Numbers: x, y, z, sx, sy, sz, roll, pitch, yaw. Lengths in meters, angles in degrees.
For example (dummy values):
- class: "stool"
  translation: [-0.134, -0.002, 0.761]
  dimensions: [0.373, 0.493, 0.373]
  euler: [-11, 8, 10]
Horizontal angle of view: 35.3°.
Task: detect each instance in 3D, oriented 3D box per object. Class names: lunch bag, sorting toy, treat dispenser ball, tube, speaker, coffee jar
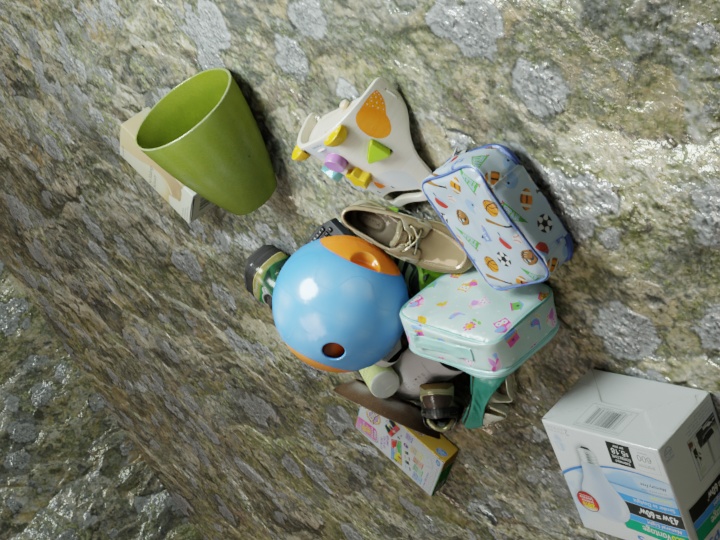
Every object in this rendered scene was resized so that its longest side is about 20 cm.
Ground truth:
- class: "lunch bag"
  translation: [0.159, 0.071, 1.563]
  dimensions: [0.200, 0.160, 0.077]
  euler: [15, 135, 47]
- class: "sorting toy"
  translation: [0.018, -0.156, 1.597]
  dimensions: [0.180, 0.107, 0.200]
  euler: [39, 156, -19]
- class: "treat dispenser ball"
  translation: [-0.029, 0.049, 1.650]
  dimensions: [0.201, 0.201, 0.201]
  euler: [36, 148, 26]
- class: "tube"
  translation: [0.010, 0.145, 1.898]
  dimensions: [0.052, 0.058, 0.200]
  euler: [43, -174, -29]
- class: "lunch bag"
  translation: [0.173, -0.071, 1.469]
  dimensions: [0.200, 0.076, 0.160]
  euler: [56, 154, -10]
- class: "speaker"
  translation: [0.111, 0.148, 1.808]
  dimensions: [0.081, 0.081, 0.200]
  euler: [49, 152, 3]
- class: "coffee jar"
  translation: [-0.119, 0.044, 2.013]
  dimensions: [0.200, 0.085, 0.104]
  euler: [39, 153, 20]

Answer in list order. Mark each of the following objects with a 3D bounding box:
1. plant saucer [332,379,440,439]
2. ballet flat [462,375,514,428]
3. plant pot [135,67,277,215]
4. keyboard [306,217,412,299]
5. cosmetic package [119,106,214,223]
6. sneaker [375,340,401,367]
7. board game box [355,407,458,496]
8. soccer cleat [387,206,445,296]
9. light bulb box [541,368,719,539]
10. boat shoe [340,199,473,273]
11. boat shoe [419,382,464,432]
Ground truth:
- class: "plant saucer"
  translation: [0.050, 0.228, 1.913]
  dimensions: [0.200, 0.037, 0.200]
  euler: [25, 178, 1]
- class: "ballet flat"
  translation: [0.201, 0.200, 1.759]
  dimensions: [0.070, 0.067, 0.200]
  euler: [24, 146, 16]
- class: "plant pot"
  translation: [-0.227, -0.191, 1.828]
  dimensions: [0.187, 0.187, 0.200]
  euler: [12, 148, 50]
- class: "keyboard"
  translation: [0.000, 0.000, 1.790]
  dimensions: [0.200, 0.040, 0.104]
  euler: [45, 118, 8]
- class: "cosmetic package"
  translation: [-0.353, -0.194, 2.088]
  dimensions: [0.200, 0.071, 0.105]
  euler: [43, 151, 14]
- class: "sneaker"
  translation: [-0.030, 0.102, 1.822]
  dimensions: [0.200, 0.081, 0.147]
  euler: [44, 144, 10]
- class: "board game box"
  translation: [0.081, 0.308, 2.081]
  dimensions: [0.200, 0.040, 0.153]
  euler: [41, 150, 18]
- class: "soccer cleat"
  translation: [0.083, -0.006, 1.694]
  dimensions: [0.200, 0.067, 0.081]
  euler: [58, 161, 1]
- class: "light bulb box"
  translation: [0.377, 0.257, 1.504]
  dimensions: [0.198, 0.125, 0.200]
  euler: [8, 129, 52]
- class: "boat shoe"
  translation: [0.066, -0.044, 1.607]
  dimensions: [0.200, 0.065, 0.071]
  euler: [20, 103, 16]
- class: "boat shoe"
  translation: [0.126, 0.226, 1.809]
  dimensions: [0.073, 0.065, 0.200]
  euler: [-1, 162, 14]
